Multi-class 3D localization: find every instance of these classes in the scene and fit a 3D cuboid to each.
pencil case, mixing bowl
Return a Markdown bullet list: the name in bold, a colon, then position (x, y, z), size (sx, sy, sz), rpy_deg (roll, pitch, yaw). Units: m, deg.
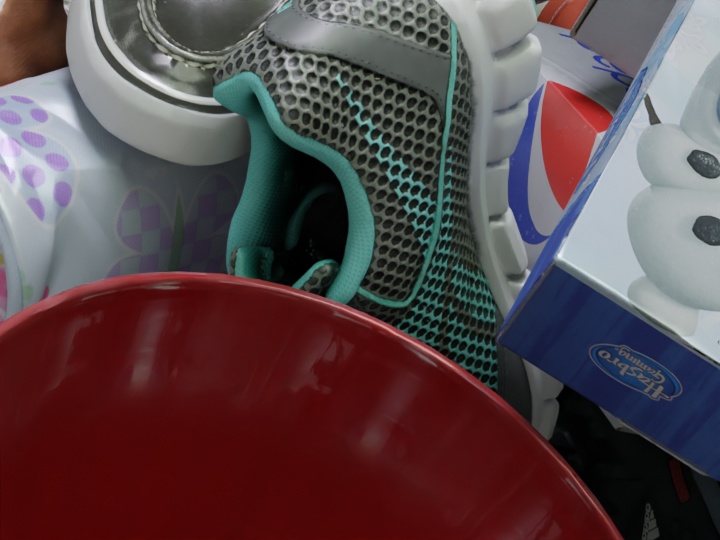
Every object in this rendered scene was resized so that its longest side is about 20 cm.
- **pencil case**: position (-0.056, -0.024, 0.723), size (0.083, 0.091, 0.200), rpy_deg (35, 36, 31)
- **mixing bowl**: position (-0.032, 0.111, 0.589), size (0.200, 0.108, 0.200), rpy_deg (17, 43, -17)

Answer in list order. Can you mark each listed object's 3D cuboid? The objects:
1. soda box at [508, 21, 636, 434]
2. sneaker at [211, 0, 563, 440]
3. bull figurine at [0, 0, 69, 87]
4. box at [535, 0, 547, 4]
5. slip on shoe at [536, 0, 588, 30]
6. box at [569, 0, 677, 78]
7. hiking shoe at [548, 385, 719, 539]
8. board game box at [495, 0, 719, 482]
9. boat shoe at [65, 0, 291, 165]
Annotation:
- **soda box**: position (0.085, -0.017, 0.765), size (0.068, 0.064, 0.200), rpy_deg (12, 21, -20)
- **sneaker**: position (0.000, 0.000, 0.675), size (0.091, 0.200, 0.077), rpy_deg (-34, 41, -32)
- **bull figurine**: position (-0.150, -0.069, 0.687), size (0.065, 0.122, 0.200), rpy_deg (45, 36, 18)
- **box**: position (-0.012, -0.180, 0.822), size (0.144, 0.036, 0.201), rpy_deg (-12, 95, -28)
- **slip on shoe**: position (0.160, -0.101, 0.894), size (0.199, 0.074, 0.061), rpy_deg (-18, 29, -10)
- **box**: position (0.182, -0.070, 0.783), size (0.200, 0.041, 0.156), rpy_deg (33, 43, 2)
- **hiking shoe**: position (0.119, 0.095, 0.728), size (0.087, 0.074, 0.200), rpy_deg (-7, 55, -36)
- **board game box**: position (0.161, -0.003, 0.658), size (0.200, 0.043, 0.199), rpy_deg (33, 49, 0)
- **boat shoe**: position (-0.032, -0.112, 0.704), size (0.071, 0.064, 0.200), rpy_deg (22, 44, -5)
